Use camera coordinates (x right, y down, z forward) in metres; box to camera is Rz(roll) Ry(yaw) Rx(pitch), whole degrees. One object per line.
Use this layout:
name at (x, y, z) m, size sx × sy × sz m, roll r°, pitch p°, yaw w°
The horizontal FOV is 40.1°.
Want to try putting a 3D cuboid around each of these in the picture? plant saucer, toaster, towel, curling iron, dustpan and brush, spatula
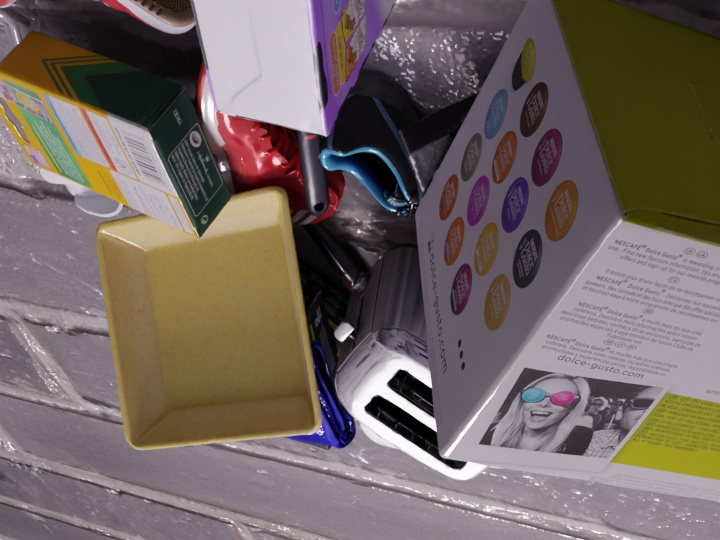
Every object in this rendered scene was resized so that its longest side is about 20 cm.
plant saucer at (-0.124, 0.043, 0.852) m, size 0.197 × 0.048 × 0.204 m, roll -9°, pitch 90°, yaw 25°
toaster at (0.069, 0.083, 0.827) m, size 0.199 × 0.130 × 0.114 m, roll 35°, pitch 127°, yaw -10°
towel at (-0.112, 0.114, 0.936) m, size 0.197 × 0.050 × 0.149 m, roll 6°, pitch 139°, yaw 25°
curling iron at (0.000, 0.000, 0.935) m, size 0.049 × 0.026 × 0.200 m, roll -29°, pitch 116°, yaw 31°
dustpan and brush at (-0.247, -0.096, 0.934) m, size 0.197 × 0.058 × 0.141 m, roll 5°, pitch 140°, yaw 27°
spatula at (-0.044, -0.127, 0.750) m, size 0.056 × 0.021 × 0.203 m, roll -15°, pitch 124°, yaw -11°

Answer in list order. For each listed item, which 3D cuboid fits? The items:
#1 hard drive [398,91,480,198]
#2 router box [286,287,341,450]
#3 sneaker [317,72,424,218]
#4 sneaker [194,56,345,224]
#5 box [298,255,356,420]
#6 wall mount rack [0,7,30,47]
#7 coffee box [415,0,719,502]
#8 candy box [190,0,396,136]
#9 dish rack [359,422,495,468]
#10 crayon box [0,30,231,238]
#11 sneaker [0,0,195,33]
hard drive at (0.123, -0.048, 0.722) m, size 0.138 × 0.038 × 0.201 m, roll -24°, pitch 130°, yaw 6°
router box at (-0.101, 0.088, 0.995) m, size 0.147 × 0.063 × 0.202 m, roll 13°, pitch 143°, yaw 19°
sneaker at (0.053, -0.064, 0.765) m, size 0.198 × 0.083 × 0.073 m, roll 31°, pitch 143°, yaw -10°
sneaker at (-0.066, -0.111, 0.809) m, size 0.113 × 0.080 × 0.201 m, roll 7°, pitch 150°, yaw 5°
box at (-0.047, 0.076, 1.043) m, size 0.199 × 0.050 × 0.159 m, roll 38°, pitch 146°, yaw -16°
wall mount rack at (-0.352, -0.213, 0.829) m, size 0.198 × 0.075 × 0.173 m, roll 30°, pitch -174°, yaw 17°
coffee box at (0.163, -0.012, 0.580) m, size 0.197 × 0.202 × 0.199 m, roll 13°, pitch 134°, yaw -17°
candy box at (-0.020, -0.205, 0.522) m, size 0.070 × 0.202 × 0.169 m, roll 14°, pitch 144°, yaw 15°
dish rack at (0.087, 0.094, 0.938) m, size 0.168 × 0.044 × 0.203 m, roll 10°, pitch 128°, yaw 10°
crayon box at (-0.208, -0.114, 0.793) m, size 0.198 × 0.052 × 0.127 m, roll 22°, pitch 152°, yaw 25°
sneaker at (-0.213, -0.224, 0.737) m, size 0.199 × 0.072 × 0.113 m, roll 38°, pitch 141°, yaw -4°
